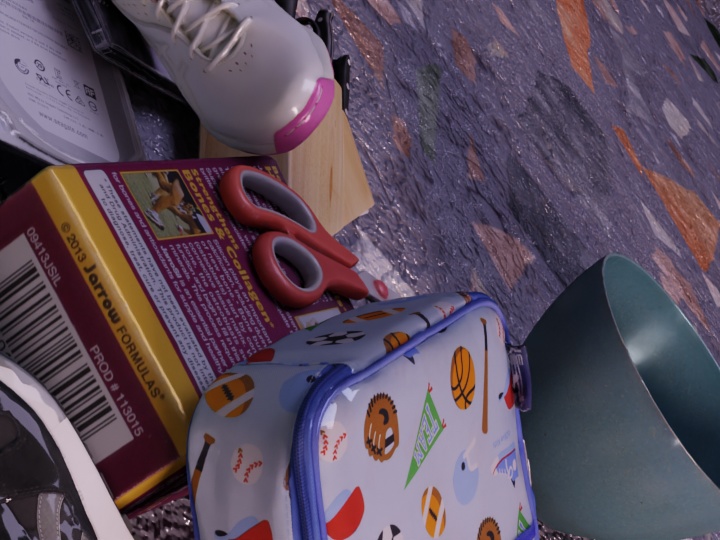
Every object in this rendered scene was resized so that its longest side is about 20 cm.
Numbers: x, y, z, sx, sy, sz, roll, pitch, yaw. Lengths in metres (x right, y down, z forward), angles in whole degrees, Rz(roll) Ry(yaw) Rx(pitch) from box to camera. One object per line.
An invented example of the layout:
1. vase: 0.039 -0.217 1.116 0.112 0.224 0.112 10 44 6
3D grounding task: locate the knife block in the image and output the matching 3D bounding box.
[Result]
1. knife block: -0.059 -0.102 0.936 0.177 0.063 0.200 70 22 -8

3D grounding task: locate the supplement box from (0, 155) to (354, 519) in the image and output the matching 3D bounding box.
1. supplement box: -0.089 0.029 0.706 0.132 0.103 0.200 60 23 9

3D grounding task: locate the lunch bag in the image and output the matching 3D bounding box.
1. lunch bag: 0.012 0.099 0.648 0.200 0.075 0.162 -20 104 -58

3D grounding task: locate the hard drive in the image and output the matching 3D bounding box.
1. hard drive: -0.179 -0.120 0.808 0.139 0.038 0.201 27 36 -51

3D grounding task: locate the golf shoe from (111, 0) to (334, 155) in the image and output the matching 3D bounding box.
1. golf shoe: -0.085 -0.127 0.789 0.091 0.075 0.200 37 7 -45

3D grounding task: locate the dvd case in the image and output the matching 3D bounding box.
1. dvd case: -0.139 -0.172 0.908 0.150 0.016 0.200 65 9 9

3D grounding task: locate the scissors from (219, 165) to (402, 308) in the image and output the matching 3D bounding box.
1. scissors: 0.000 0.000 0.774 0.199 0.014 0.074 21 40 -54

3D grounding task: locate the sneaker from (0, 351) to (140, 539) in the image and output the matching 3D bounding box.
1. sneaker: -0.130 0.109 0.564 0.201 0.075 0.088 53 29 -10

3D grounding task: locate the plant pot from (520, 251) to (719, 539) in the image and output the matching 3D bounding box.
1. plant pot: 0.171 0.108 1.088 0.200 0.134 0.201 45 25 -27
